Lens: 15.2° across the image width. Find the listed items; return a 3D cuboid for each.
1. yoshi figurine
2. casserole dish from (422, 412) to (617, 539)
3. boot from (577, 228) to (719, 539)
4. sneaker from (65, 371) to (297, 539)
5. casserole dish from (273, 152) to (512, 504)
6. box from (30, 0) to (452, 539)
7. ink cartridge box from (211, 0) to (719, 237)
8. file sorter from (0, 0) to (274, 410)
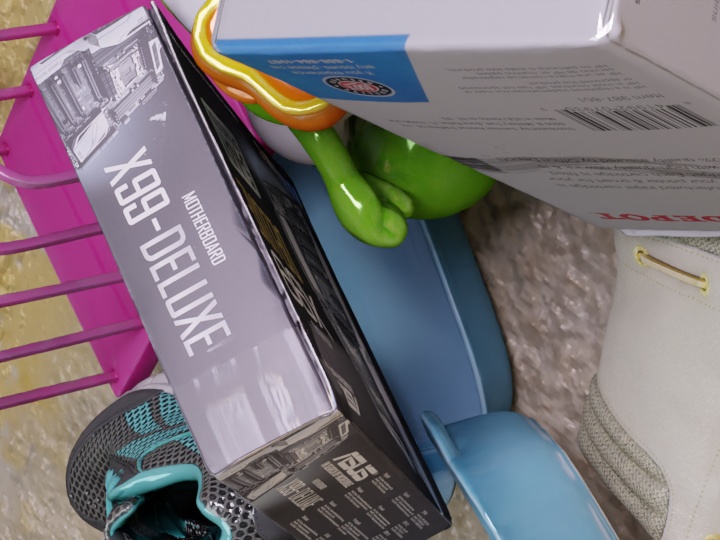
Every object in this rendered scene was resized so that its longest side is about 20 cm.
[{"bbox_3d":[0.006,-0.069,0.927,0.112,0.112,0.200,63,-179,12],"label":"yoshi figurine"},{"bbox_3d":[0.088,0.130,0.992,0.200,0.039,0.121,58,178,-10],"label":"casserole dish"},{"bbox_3d":[0.158,0.040,0.924,0.200,0.072,0.155,31,126,38],"label":"boot"},{"bbox_3d":[-0.078,0.089,1.109,0.200,0.091,0.078,-11,103,53],"label":"sneaker"},{"bbox_3d":[0.000,0.000,1.085,0.121,0.039,0.201,-17,93,47],"label":"casserole dish"},{"bbox_3d":[-0.037,0.014,0.953,0.050,0.200,0.158,-27,69,4],"label":"box"},{"bbox_3d":[0.079,-0.075,0.807,0.145,0.200,0.084,2,77,41],"label":"ink cartridge box"},{"bbox_3d":[-0.144,-0.043,1.108,0.139,0.125,0.200,62,147,22],"label":"file sorter"}]
